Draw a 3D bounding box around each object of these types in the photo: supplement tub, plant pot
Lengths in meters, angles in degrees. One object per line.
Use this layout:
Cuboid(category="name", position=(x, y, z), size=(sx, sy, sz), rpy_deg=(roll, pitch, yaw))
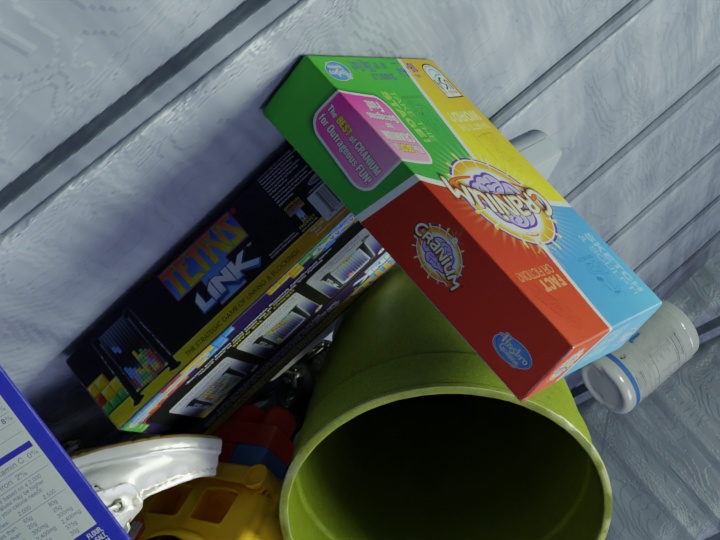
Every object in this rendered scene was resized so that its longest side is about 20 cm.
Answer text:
Cuboid(category="supplement tub", position=(0.518, 0.160, 2.595), size=(0.200, 0.132, 0.132), rpy_deg=(-37, 165, -22))
Cuboid(category="plant pot", position=(0.050, 0.089, 0.906), size=(0.201, 0.199, 0.194), rpy_deg=(-51, -158, 29))

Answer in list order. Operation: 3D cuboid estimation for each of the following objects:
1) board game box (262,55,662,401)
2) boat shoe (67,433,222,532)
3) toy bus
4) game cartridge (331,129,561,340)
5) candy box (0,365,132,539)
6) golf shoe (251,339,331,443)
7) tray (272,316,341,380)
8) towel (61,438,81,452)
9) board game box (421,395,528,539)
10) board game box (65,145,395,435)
Cuboid(category="board game box", position=(0.059, -0.031, 0.744), size=(0.040, 0.200, 0.153), rpy_deg=(-48, 165, 25))
Cuboid(category="boat shoe", position=(-0.166, 0.140, 0.797), size=(0.199, 0.070, 0.071), rpy_deg=(-10, 171, -33))
Cuboid(category="toy bus", position=(-0.115, 0.179, 0.924), size=(0.136, 0.199, 0.193), rpy_deg=(49, 52, -41))
Cuboid(category="game cartridge", position=(0.065, -0.019, 1.031), size=(0.133, 0.041, 0.200), rpy_deg=(-23, 156, -44))
Cuboid(category="candy box", position=(-0.164, 0.133, 0.629), size=(0.077, 0.200, 0.169), rpy_deg=(-32, 161, -28))
Cuboid(category="golf shoe", position=(-0.079, 0.142, 1.115), size=(0.199, 0.078, 0.095), rpy_deg=(-35, 164, -23))
Cuboid(category="tray", position=(0.000, 0.000, 1.027), size=(0.200, 0.022, 0.108), rpy_deg=(-39, 164, -13))
Cuboid(category="towel", position=(-0.262, 0.197, 0.899), size=(0.199, 0.023, 0.153), rpy_deg=(-34, 164, -30))
Cuboid(category="board game box", position=(0.051, 0.154, 1.000), size=(0.150, 0.201, 0.046), rpy_deg=(-12, 136, 16))
Cuboid(category="board game box", position=(-0.062, 0.014, 0.841), size=(0.200, 0.057, 0.165), rpy_deg=(-43, 167, 1))
